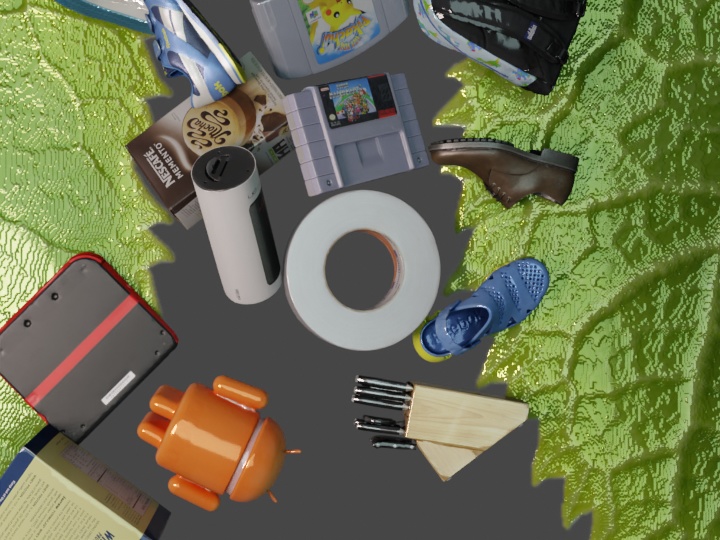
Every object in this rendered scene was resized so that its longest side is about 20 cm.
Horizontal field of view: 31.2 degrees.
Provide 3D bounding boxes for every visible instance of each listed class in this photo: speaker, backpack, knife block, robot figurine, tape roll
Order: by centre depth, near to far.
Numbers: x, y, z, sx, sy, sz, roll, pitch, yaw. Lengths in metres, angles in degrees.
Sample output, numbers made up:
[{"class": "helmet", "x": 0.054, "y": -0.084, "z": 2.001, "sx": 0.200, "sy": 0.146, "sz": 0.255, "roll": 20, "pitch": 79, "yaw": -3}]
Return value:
[{"class": "speaker", "x": -0.150, "y": -0.054, "z": 1.577, "sx": 0.080, "sy": 0.201, "sz": 0.082, "roll": -5, "pitch": 46, "yaw": 5}, {"class": "robot figurine", "x": -0.179, "y": 0.218, "z": 1.619, "sx": 0.198, "sy": 0.117, "sz": 0.145, "roll": 25, "pitch": 62, "yaw": -3}, {"class": "backpack", "x": 0.164, "y": -0.332, "z": 1.631, "sx": 0.198, "sy": 0.153, "sz": 0.165, "roll": 18, "pitch": 92, "yaw": -25}, {"class": "tape roll", "x": 0.000, "y": 0.000, "z": 1.644, "sx": 0.197, "sy": 0.066, "sz": 0.203, "roll": 0, "pitch": 89, "yaw": -10}, {"class": "knife block", "x": 0.093, "y": 0.170, "z": 1.660, "sx": 0.199, "sy": 0.064, "sz": 0.176, "roll": -35, "pitch": 93, "yaw": -3}]

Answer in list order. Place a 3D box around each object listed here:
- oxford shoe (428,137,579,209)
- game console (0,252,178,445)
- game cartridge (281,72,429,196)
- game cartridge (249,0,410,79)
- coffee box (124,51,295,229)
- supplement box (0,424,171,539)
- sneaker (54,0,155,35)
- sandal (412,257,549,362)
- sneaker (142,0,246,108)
[{"class": "oxford shoe", "x": 0.181, "y": -0.124, "z": 1.659, "sx": 0.197, "sy": 0.073, "sz": 0.086, "roll": 12, "pitch": 92, "yaw": -3}, {"class": "game console", "x": -0.360, "y": 0.098, "z": 1.653, "sx": 0.200, "sy": 0.031, "sz": 0.177, "roll": -44, "pitch": 99, "yaw": -1}, {"class": "game cartridge", "x": -0.002, "y": -0.175, "z": 1.610, "sx": 0.199, "sy": 0.038, "sz": 0.131, "roll": -18, "pitch": 97, "yaw": -42}, {"class": "game cartridge", "x": -0.033, "y": -0.327, "z": 1.622, "sx": 0.198, "sy": 0.041, "sz": 0.134, "roll": -30, "pitch": 136, "yaw": -10}, {"class": "coffee box", "x": -0.179, "y": -0.162, "z": 1.616, "sx": 0.199, "sy": 0.080, "sz": 0.113, "roll": -38, "pitch": 71, "yaw": -3}, {"class": "supplement box", "x": -0.375, "y": 0.338, "z": 1.590, "sx": 0.199, "sy": 0.134, "sz": 0.201, "roll": 36, "pitch": 94, "yaw": -3}, {"class": "sneaker", "x": -0.326, "y": -0.365, "z": 1.629, "sx": 0.198, "sy": 0.076, "sz": 0.082, "roll": 18, "pitch": 83, "yaw": -11}, {"class": "sandal", "x": 0.161, "y": 0.054, "z": 1.653, "sx": 0.199, "sy": 0.087, "sz": 0.080, "roll": -36, "pitch": 91, "yaw": -4}, {"class": "sneaker", "x": -0.226, "y": -0.287, "z": 1.569, "sx": 0.082, "sy": 0.074, "sz": 0.201, "roll": -40, "pitch": 84, "yaw": 9}]
